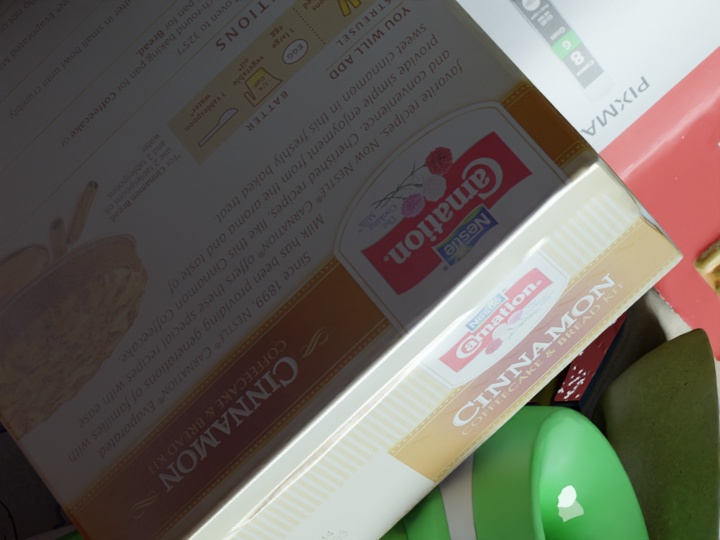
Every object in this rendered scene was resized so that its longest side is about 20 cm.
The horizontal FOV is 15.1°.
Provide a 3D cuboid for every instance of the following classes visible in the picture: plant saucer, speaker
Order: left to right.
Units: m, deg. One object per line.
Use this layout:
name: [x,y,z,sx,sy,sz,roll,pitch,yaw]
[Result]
speaker: [-0.023,0.098,0.753,0.200,0.088,0.088,-18,159,26]
plant saucer: [0.080,0.116,0.825,0.031,0.200,0.200,5,141,1]

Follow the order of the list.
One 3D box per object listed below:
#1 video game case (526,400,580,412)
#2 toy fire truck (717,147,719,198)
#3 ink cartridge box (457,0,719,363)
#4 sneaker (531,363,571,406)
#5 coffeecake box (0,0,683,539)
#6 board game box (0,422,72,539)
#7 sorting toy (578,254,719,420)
video game case: [-0.010,0.066,0.968,0.143,0.019,0.200,-15,168,40]
toy fire truck: [0.129,-0.062,0.960,0.200,0.112,0.168,-19,162,-29]
ink cartridge box: [0.108,-0.091,0.818,0.161,0.200,0.050,-41,-171,1]
sneaker: [0.000,0.000,0.873,0.200,0.073,0.077,18,84,-34]
coffeecake box: [-0.041,-0.028,0.709,0.154,0.200,0.073,-43,149,5]
board game box: [-0.048,0.100,0.844,0.200,0.043,0.199,-4,114,6]
sorting toy: [0.133,0.046,0.971,0.185,0.036,0.200,-17,143,-33]
